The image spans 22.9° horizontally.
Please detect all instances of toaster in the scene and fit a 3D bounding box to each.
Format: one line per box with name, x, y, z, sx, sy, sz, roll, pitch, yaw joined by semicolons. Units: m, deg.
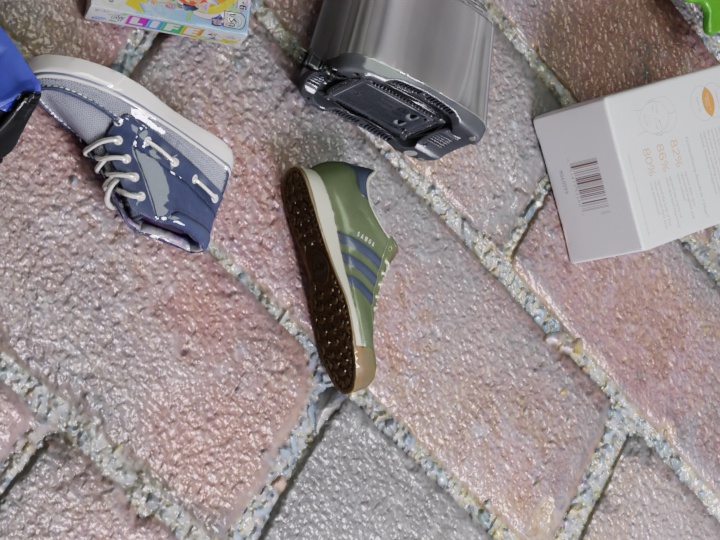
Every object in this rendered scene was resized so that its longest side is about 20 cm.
toaster;0.031;-0.195;1.583;0.199;0.113;0.130;24;65;-28

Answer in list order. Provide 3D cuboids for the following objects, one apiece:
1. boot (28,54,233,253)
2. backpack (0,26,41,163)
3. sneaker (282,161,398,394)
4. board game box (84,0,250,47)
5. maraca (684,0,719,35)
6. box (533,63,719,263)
boot;-0.188;-0.092;1.422;0.199;0.072;0.091;28;62;-32
backpack;-0.354;-0.107;1.251;0.199;0.163;0.168;-37;84;-26
sneaker;0.000;0.000;1.555;0.089;0.067;0.202;-14;88;-32
board game box;-0.152;-0.298;1.480;0.133;0.034;0.202;8;78;-17
maraca;0.397;-0.335;1.884;0.137;0.107;0.201;49;59;-23
box;0.292;-0.108;1.770;0.199;0.106;0.154;-17;93;-37
